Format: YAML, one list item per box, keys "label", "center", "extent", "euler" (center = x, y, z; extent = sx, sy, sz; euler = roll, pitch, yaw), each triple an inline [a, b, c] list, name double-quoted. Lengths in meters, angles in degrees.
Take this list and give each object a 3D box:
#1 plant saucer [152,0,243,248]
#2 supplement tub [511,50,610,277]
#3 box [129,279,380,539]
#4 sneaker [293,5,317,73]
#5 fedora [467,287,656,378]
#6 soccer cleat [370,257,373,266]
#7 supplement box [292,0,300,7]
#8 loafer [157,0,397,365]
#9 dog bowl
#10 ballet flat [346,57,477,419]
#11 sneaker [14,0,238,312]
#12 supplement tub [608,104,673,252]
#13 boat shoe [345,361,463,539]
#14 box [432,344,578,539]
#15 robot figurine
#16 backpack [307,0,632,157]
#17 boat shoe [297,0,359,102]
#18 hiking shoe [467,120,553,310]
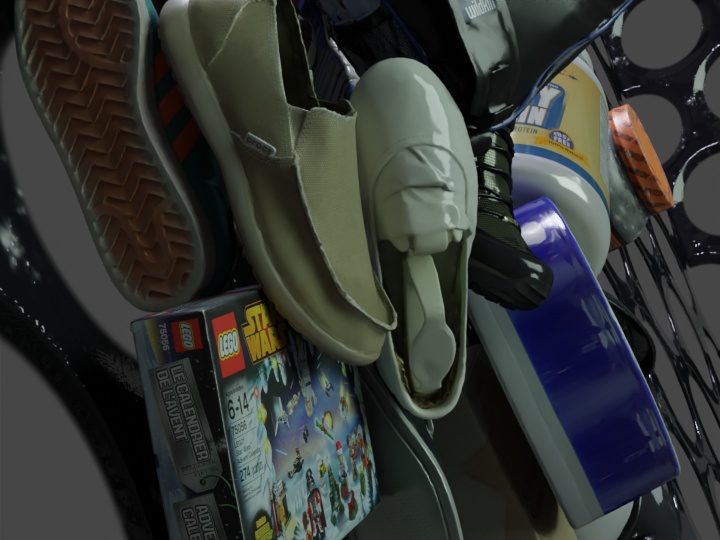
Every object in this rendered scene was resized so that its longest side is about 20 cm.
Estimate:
- label: "plant saucer"
  center: [-0.098, -0.112, 0.888]
  extent: [0.201, 0.032, 0.201]
  euler: [55, 20, -30]
- label: "supplement tub"
  center: [0.114, -0.082, 1.113]
  extent: [0.145, 0.143, 0.201]
  euler: [53, 30, -35]
- label: "box"
  center: [-0.044, 0.075, 0.734]
  extent: [0.200, 0.039, 0.139]
  euler: [-23, 103, -72]
- label: "sneaker"
  center: [-0.089, -0.164, 0.836]
  extent: [0.116, 0.075, 0.201]
  euler: [48, 14, -31]
- label: "fedora"
  center: [0.142, 0.073, 1.207]
  extent: [0.201, 0.199, 0.092]
  euler: [48, 59, -44]
- label: "soccer cleat"
  center: [0.000, 0.000, 0.950]
  extent: [0.086, 0.070, 0.201]
  euler: [29, 26, -33]
- label: "supplement box"
  center: [-0.014, -0.280, 1.235]
  extent: [0.132, 0.102, 0.200]
  euler: [63, 17, -8]
- label: "loafer"
  center: [-0.029, -0.050, 0.717]
  extent: [0.202, 0.068, 0.076]
  euler: [63, 17, -3]
- label: "dog bowl"
  center: [0.127, 0.058, 0.958]
  extent: [0.202, 0.078, 0.200]
  euler: [64, 4, -7]
- label: "ballet flat"
  center: [0.033, -0.009, 0.771]
  extent: [0.070, 0.069, 0.202]
  euler: [-85, 171, -58]
- label: "sneaker"
  center: [-0.113, -0.079, 0.748]
  extent: [0.080, 0.071, 0.202]
  euler: [-19, 93, -73]
- label: "supplement tub"
  center: [0.162, -0.058, 1.296]
  extent: [0.123, 0.198, 0.123]
  euler: [55, 20, -30]
- label: "boat shoe"
  center: [0.012, 0.098, 0.863]
  extent: [0.202, 0.075, 0.060]
  euler: [67, 23, 1]
- label: "box"
  center: [0.083, 0.162, 0.978]
  extent: [0.201, 0.077, 0.095]
  euler: [63, 17, -9]
- label: "robot figurine"
  center: [0.166, 0.181, 1.115]
  extent: [0.200, 0.149, 0.126]
  euler: [42, 41, -52]
- label: "backpack"
  center: [0.047, -0.192, 0.824]
  extent: [0.200, 0.153, 0.191]
  euler: [-46, 115, -24]
- label: "boat shoe"
  center: [-0.003, -0.140, 1.046]
  extent: [0.072, 0.073, 0.201]
  euler: [13, 34, -22]
- label: "hiking shoe"
  center: [0.058, -0.060, 0.874]
  extent: [0.076, 0.101, 0.200]
  euler: [29, 15, -48]
